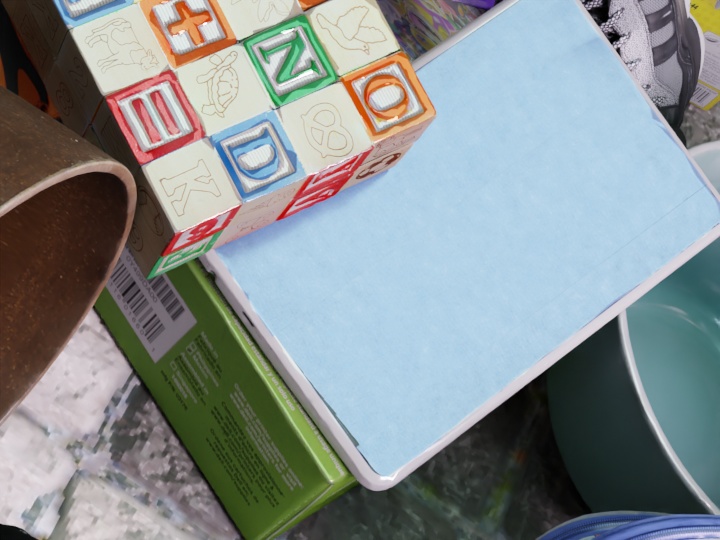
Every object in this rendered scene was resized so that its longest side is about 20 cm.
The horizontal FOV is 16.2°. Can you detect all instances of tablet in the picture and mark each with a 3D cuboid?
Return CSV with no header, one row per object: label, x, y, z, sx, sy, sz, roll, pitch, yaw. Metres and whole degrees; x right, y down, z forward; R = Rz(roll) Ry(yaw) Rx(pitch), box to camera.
tablet,0.042,-0.019,1.004,0.200,0.014,0.130,-35,89,-23

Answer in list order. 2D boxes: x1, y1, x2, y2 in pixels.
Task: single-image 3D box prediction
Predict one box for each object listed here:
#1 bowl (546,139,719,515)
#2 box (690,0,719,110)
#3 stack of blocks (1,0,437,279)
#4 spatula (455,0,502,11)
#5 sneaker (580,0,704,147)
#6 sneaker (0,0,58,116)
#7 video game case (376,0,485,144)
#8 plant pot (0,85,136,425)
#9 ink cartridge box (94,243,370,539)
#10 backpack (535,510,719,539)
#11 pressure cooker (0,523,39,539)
bowl,0.159,0.054,1.107,0.200,0.105,0.202,16,61,-30
box,0.176,-0.164,1.186,0.117,0.200,0.049,26,53,-19
stack of blocks,-0.072,-0.113,0.958,0.115,0.059,0.201,-25,81,-22
spatula,0.054,-0.134,1.119,0.020,0.200,0.057,0,87,8
sneaker,0.109,-0.094,1.137,0.200,0.075,0.114,54,39,-57
sneaker,-0.123,-0.067,1.022,0.199,0.078,0.113,11,69,-25
video game case,0.001,-0.123,1.110,0.143,0.018,0.200,49,21,0
plant pot,-0.213,-0.028,0.890,0.200,0.187,0.187,41,48,12
ink cartridge box,0.000,0.000,1.060,0.200,0.076,0.148,-28,82,-39
backpack,0.123,0.178,0.965,0.199,0.191,0.155,8,44,-29
pressure cooker,-0.118,0.174,0.804,0.200,0.175,0.179,-52,137,-31
